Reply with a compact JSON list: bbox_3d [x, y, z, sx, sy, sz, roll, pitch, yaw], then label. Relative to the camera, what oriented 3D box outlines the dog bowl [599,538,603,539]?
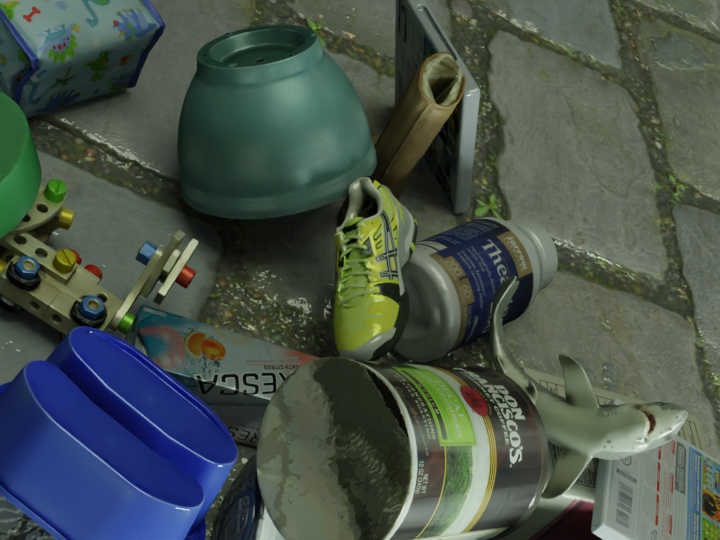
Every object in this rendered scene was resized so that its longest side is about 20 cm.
[{"bbox_3d":[0.177,0.282,0.950,0.199,0.112,0.050,-17,46,-41],"label":"dog bowl"}]

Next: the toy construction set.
[{"bbox_3d":[-0.242,-0.009,0.987,0.198,0.093,0.132,22,40,4],"label":"toy construction set"}]

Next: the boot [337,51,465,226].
[{"bbox_3d":[0.052,-0.146,1.212,0.066,0.201,0.176,24,41,-9],"label":"boot"}]

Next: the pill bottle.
[{"bbox_3d":[0.111,0.010,1.165,0.199,0.111,0.111,-22,63,-43],"label":"pill bottle"}]

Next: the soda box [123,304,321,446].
[{"bbox_3d":[-0.105,0.098,0.974,0.198,0.069,0.064,17,43,-19],"label":"soda box"}]

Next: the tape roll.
[{"bbox_3d":[-0.364,-0.079,0.940,0.198,0.049,0.202,-2,45,2],"label":"tape roll"}]

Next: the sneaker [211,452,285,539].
[{"bbox_3d":[-0.061,0.234,0.885,0.086,0.074,0.202,18,48,-33],"label":"sneaker"}]

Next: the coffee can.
[{"bbox_3d":[0.037,0.146,0.902,0.199,0.146,0.147,9,42,-52],"label":"coffee can"}]

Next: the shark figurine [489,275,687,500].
[{"bbox_3d":[0.169,0.108,0.985,0.214,0.129,0.089,42,15,35],"label":"shark figurine"}]

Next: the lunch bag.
[{"bbox_3d":[-0.326,-0.263,1.147,0.169,0.127,0.201,-29,78,-45],"label":"lunch bag"}]

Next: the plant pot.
[{"bbox_3d":[-0.089,-0.156,1.116,0.198,0.136,0.201,-6,30,3],"label":"plant pot"}]

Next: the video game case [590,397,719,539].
[{"bbox_3d":[0.287,0.211,0.984,0.199,0.018,0.144,31,41,-9],"label":"video game case"}]

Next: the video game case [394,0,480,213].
[{"bbox_3d":[0.082,-0.192,1.288,0.022,0.201,0.183,-18,58,-11],"label":"video game case"}]

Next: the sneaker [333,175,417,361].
[{"bbox_3d":[0.000,0.000,1.039,0.077,0.075,0.201,50,31,-35],"label":"sneaker"}]

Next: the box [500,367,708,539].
[{"bbox_3d":[0.212,0.190,1.055,0.198,0.109,0.129,16,45,-18],"label":"box"}]

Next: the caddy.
[{"bbox_3d":[-0.190,0.140,0.856,0.199,0.105,0.141,39,24,1],"label":"caddy"}]
